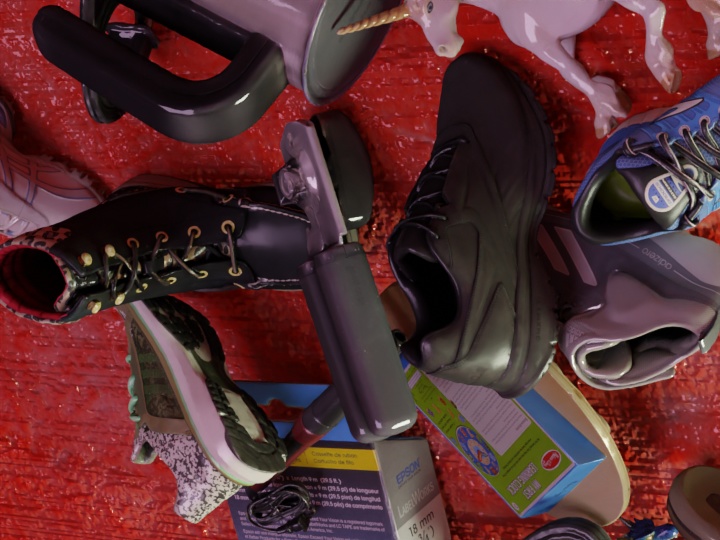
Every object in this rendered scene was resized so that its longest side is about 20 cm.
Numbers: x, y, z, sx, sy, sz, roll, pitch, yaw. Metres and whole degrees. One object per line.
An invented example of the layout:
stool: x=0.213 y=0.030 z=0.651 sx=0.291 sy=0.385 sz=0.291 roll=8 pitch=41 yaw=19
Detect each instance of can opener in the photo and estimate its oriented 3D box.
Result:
can opener: x=0.000 y=0.000 z=1.423 sx=0.053 sy=0.067 sz=0.201 roll=-29 pitch=79 yaw=64

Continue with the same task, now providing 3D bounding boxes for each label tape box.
label tape box: x=-0.019 y=0.153 z=1.591 sx=0.144 sy=0.063 sz=0.201 roll=0 pitch=113 yaw=37

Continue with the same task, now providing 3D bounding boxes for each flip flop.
flip flop: x=0.272 y=0.165 z=1.382 sx=0.200 sy=0.081 sz=0.058 roll=33 pitch=121 yaw=21

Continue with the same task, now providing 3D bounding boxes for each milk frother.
milk frother: x=-0.082 y=-0.152 z=1.387 sx=0.188 sy=0.181 sz=0.200 roll=29 pitch=177 yaw=18

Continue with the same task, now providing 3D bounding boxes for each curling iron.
curling iron: x=-0.020 y=0.101 z=1.505 sx=0.049 sy=0.026 sz=0.200 roll=31 pitch=127 yaw=-3

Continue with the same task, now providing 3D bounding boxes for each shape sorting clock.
shape sorting clock: x=0.087 y=0.081 z=1.450 sx=0.200 sy=0.039 sz=0.200 roll=41 pitch=157 yaw=21

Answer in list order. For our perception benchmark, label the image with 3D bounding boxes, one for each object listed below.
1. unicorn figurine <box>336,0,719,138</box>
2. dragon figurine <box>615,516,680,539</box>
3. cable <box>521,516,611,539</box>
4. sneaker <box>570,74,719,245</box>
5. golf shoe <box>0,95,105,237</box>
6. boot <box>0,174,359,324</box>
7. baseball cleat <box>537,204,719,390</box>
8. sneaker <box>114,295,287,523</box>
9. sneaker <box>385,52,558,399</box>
unicorn figurine: x=0.111 y=-0.141 z=1.283 sx=0.200 sy=0.074 sz=0.138 roll=-36 pitch=95 yaw=30
dragon figurine: x=0.135 y=0.214 z=1.524 sx=0.199 sy=0.059 sz=0.100 roll=-14 pitch=110 yaw=39
cable: x=0.074 y=0.201 z=1.502 sx=0.200 sy=0.050 sz=0.097 roll=-43 pitch=79 yaw=26
sneaker: x=0.188 y=-0.060 z=1.259 sx=0.079 sy=0.089 sz=0.200 roll=50 pitch=137 yaw=-6
golf shoe: x=-0.243 y=-0.046 z=1.597 sx=0.200 sy=0.097 sz=0.078 roll=44 pitch=135 yaw=0
boot: x=-0.118 y=-0.006 z=1.483 sx=0.203 sy=0.154 sz=0.074 roll=9 pitch=113 yaw=35
baseball cleat: x=0.119 y=0.014 z=1.354 sx=0.199 sy=0.107 sz=0.070 roll=1 pitch=132 yaw=40
sneaker: x=-0.130 y=0.082 z=1.538 sx=0.089 sy=0.077 sz=0.200 roll=-45 pitch=50 yaw=14
sneaker: x=0.059 y=-0.031 z=1.326 sx=0.076 sy=0.090 sz=0.201 roll=-32 pitch=56 yaw=54
